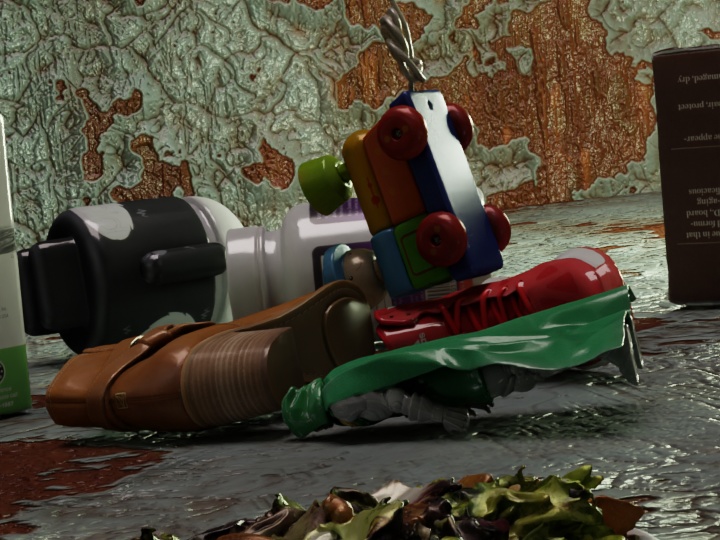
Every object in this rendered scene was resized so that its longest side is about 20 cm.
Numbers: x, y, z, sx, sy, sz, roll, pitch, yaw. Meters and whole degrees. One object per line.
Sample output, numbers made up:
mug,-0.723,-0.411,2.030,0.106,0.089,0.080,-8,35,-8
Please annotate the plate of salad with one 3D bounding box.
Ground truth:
plate of salad,0.005,0.095,0.686,0.198,0.049,0.200,-5,5,0

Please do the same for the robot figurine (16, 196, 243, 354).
robot figurine,-0.183,0.006,1.653,0.198,0.126,0.150,-8,35,-32

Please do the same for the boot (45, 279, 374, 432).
boot,-0.085,0.054,1.217,0.153,0.074,0.200,-8,0,24

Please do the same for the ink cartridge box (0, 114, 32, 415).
ink cartridge box,-0.301,0.002,1.302,0.084,0.202,0.145,-1,6,44

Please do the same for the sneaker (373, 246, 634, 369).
sneaker,0.081,0.042,1.256,0.115,0.079,0.200,-17,-4,-24

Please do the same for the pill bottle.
pill bottle,0.000,0.000,1.538,0.198,0.113,0.111,-5,4,2

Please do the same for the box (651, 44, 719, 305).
box,0.340,-0.083,1.582,0.163,0.202,0.165,-3,5,32

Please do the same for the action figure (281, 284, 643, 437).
action figure,0.051,0.058,1.085,0.198,0.055,0.118,-12,4,14

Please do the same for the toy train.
toy train,0.008,-0.077,1.292,0.115,0.202,0.084,-23,-6,28
